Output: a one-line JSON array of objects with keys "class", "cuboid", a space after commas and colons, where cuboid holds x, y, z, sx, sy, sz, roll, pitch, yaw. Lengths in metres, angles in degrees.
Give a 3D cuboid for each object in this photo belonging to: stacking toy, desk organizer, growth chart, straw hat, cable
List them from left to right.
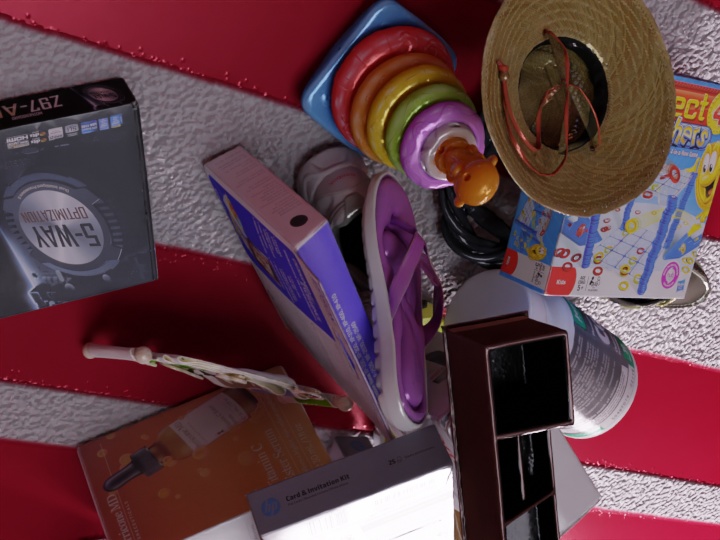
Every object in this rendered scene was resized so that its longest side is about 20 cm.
[{"class": "growth chart", "cuboid": [-0.121, 0.085, 1.063, 0.198, 0.144, 0.018, 16, 80, -23]}, {"class": "stacking toy", "cuboid": [0.052, -0.106, 0.977, 0.109, 0.200, 0.116, 32, 103, -40]}, {"class": "desk organizer", "cuboid": [0.114, 0.139, 0.948, 0.071, 0.077, 0.202, -9, 99, -16]}, {"class": "cable", "cuboid": [0.143, -0.093, 1.146, 0.162, 0.051, 0.201, -15, 129, -11]}, {"class": "straw hat", "cuboid": [0.140, -0.131, 0.983, 0.199, 0.085, 0.203, 4, 82, -33]}]

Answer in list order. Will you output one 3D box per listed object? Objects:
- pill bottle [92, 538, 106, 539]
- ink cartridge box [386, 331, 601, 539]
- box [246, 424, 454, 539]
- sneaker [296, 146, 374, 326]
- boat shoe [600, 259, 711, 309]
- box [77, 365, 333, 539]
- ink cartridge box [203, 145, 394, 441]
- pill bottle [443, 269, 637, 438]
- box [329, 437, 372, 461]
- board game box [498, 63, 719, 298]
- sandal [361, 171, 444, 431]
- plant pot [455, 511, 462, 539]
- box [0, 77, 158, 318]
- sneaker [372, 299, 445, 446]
[{"class": "pill bottle", "cuboid": [-0.220, 0.348, 1.163, 0.111, 0.200, 0.113, -14, 129, -18]}, {"class": "ink cartridge box", "cuboid": [0.094, 0.138, 1.089, 0.085, 0.200, 0.146, -36, 106, -11]}, {"class": "box", "cuboid": [-0.001, 0.210, 1.043, 0.155, 0.041, 0.201, -19, 145, -8]}, {"class": "sneaker", "cuboid": [0.000, 0.000, 1.093, 0.077, 0.100, 0.201, -24, 130, -5]}, {"class": "boat shoe", "cuboid": [0.279, 0.007, 1.276, 0.200, 0.060, 0.072, 15, 114, -35]}, {"class": "box", "cuboid": [-0.126, 0.200, 1.138, 0.198, 0.153, 0.107, -22, 132, -13]}, {"class": "ink cartridge box", "cuboid": [-0.032, 0.021, 1.022, 0.043, 0.200, 0.199, -33, 132, -11]}, {"class": "pill bottle", "cuboid": [0.171, 0.079, 1.226, 0.113, 0.113, 0.199, -47, 137, 11]}, {"class": "box", "cuboid": [-0.010, 0.289, 1.253, 0.041, 0.156, 0.201, 4, 121, -29]}, {"class": "board game box", "cuboid": [0.229, -0.078, 1.123, 0.199, 0.056, 0.198, 1, 107, -40]}, {"class": "sandal", "cuboid": [0.042, 0.021, 1.005, 0.049, 0.205, 0.082, -10, 165, 25]}, {"class": "plant pot", "cuboid": [0.141, 0.215, 1.305, 0.199, 0.027, 0.202, 9, 78, -50]}, {"class": "box", "cuboid": [-0.257, -0.045, 0.961, 0.198, 0.044, 0.161, -14, 128, -19]}, {"class": "sneaker", "cuboid": [0.059, 0.120, 1.220, 0.077, 0.090, 0.202, -13, 125, -16]}]
